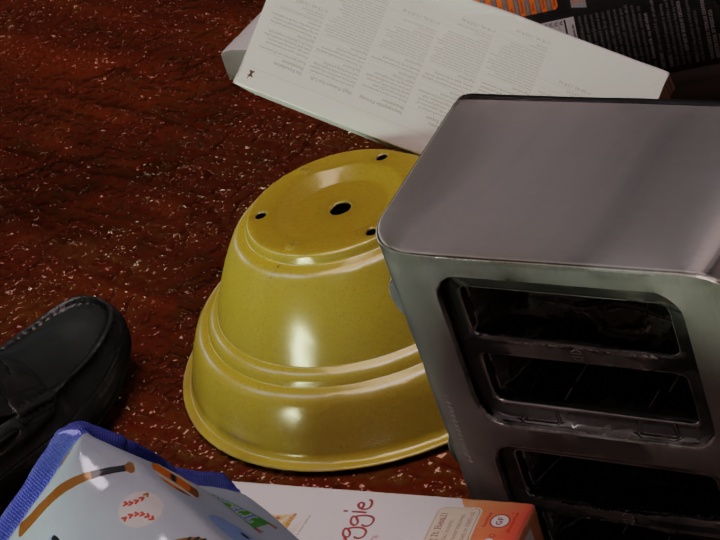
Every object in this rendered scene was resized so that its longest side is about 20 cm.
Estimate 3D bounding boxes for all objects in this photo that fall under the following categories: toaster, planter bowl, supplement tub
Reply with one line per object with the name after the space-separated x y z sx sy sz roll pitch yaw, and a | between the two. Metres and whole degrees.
0.120 0.033 0.889 0.199 0.181 0.119 5 40 34 | toaster
0.000 0.000 1.088 0.200 0.084 0.201 -12 32 8 | planter bowl
0.101 -0.134 1.210 0.199 0.123 0.123 -11 32 10 | supplement tub

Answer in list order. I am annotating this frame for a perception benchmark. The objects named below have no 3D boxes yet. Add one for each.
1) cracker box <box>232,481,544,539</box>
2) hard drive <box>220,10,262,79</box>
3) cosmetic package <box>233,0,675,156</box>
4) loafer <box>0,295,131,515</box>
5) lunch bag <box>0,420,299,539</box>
-0.038 0.147 0.902 0.199 0.058 0.134 0 36 28 | cracker box
0.020 -0.175 1.408 0.132 0.027 0.200 4 38 32 | hard drive
0.046 -0.091 1.131 0.199 0.083 0.051 23 -1 12 | cosmetic package
-0.175 0.070 1.078 0.068 0.071 0.201 6 38 33 | loafer
-0.080 0.180 0.767 0.170 0.124 0.200 39 96 40 | lunch bag
